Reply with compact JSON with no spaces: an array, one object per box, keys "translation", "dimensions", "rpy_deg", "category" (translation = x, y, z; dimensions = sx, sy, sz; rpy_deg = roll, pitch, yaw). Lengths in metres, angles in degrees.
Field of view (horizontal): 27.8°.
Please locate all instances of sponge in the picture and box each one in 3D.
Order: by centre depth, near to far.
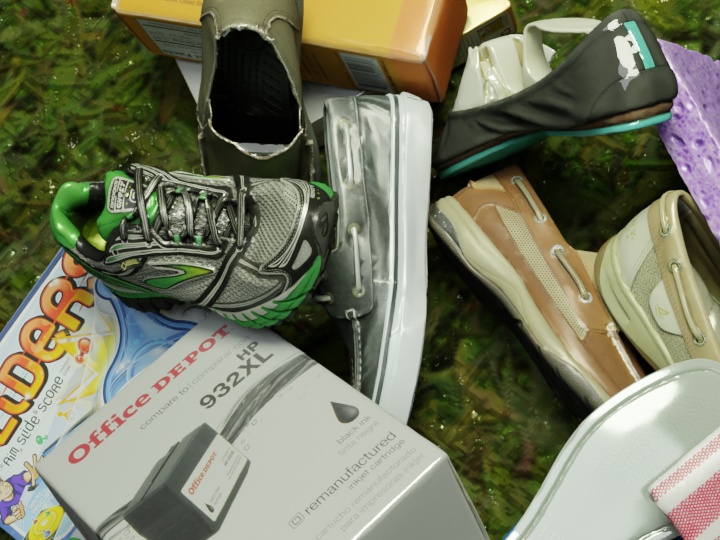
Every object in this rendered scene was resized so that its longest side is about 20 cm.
[{"translation":[0.218,-0.026,0.770],"dimensions":[0.030,0.111,0.202],"rpy_deg":[-37,64,31],"category":"sponge"}]

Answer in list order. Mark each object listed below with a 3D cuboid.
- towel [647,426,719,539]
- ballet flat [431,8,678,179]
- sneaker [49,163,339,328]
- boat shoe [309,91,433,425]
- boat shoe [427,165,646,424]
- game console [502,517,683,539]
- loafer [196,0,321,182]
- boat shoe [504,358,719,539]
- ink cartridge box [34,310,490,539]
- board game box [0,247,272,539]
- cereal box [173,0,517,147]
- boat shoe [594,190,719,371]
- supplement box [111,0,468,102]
[{"translation":[0.240,0.131,0.696],"dimensions":[0.146,0.030,0.201],"rpy_deg":[-38,105,-4],"category":"towel"},{"translation":[0.098,-0.099,0.792],"dimensions":[0.067,0.199,0.069],"rpy_deg":[-18,94,-31],"category":"ballet flat"},{"translation":[-0.093,-0.017,0.778],"dimensions":[0.198,0.085,0.079],"rpy_deg":[-5,64,40],"category":"sneaker"},{"translation":[0.000,0.000,0.820],"dimensions":[0.070,0.072,0.203],"rpy_deg":[3,83,-6],"category":"boat shoe"},{"translation":[0.118,0.019,0.800],"dimensions":[0.074,0.076,0.201],"rpy_deg":[-37,69,-4],"category":"boat shoe"},{"translation":[0.131,0.228,0.759],"dimensions":[0.200,0.118,0.170],"rpy_deg":[-47,37,-5],"category":"game console"},{"translation":[-0.063,-0.077,0.815],"dimensions":[0.074,0.202,0.070],"rpy_deg":[0,39,6],"category":"loafer"},{"translation":[0.115,0.126,0.718],"dimensions":[0.200,0.060,0.076],"rpy_deg":[-42,73,-4],"category":"boat shoe"},{"translation":[-0.054,0.121,0.749],"dimensions":[0.145,0.084,0.199],"rpy_deg":[-41,41,-17],"category":"ink cartridge box"},{"translation":[-0.156,0.067,0.872],"dimensions":[0.135,0.034,0.201],"rpy_deg":[31,82,21],"category":"board game box"},{"translation":[-0.021,-0.162,0.910],"dimensions":[0.199,0.040,0.145],"rpy_deg":[-30,68,3],"category":"cereal box"},{"translation":[0.202,0.053,0.748],"dimensions":[0.073,0.063,0.202],"rpy_deg":[-24,76,-39],"category":"boat shoe"},{"translation":[-0.041,-0.155,0.857],"dimensions":[0.198,0.069,0.067],"rpy_deg":[13,77,15],"category":"supplement box"}]
